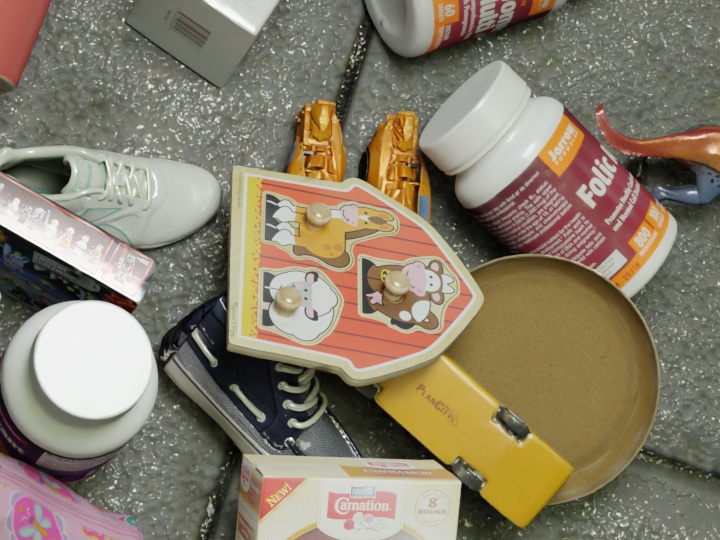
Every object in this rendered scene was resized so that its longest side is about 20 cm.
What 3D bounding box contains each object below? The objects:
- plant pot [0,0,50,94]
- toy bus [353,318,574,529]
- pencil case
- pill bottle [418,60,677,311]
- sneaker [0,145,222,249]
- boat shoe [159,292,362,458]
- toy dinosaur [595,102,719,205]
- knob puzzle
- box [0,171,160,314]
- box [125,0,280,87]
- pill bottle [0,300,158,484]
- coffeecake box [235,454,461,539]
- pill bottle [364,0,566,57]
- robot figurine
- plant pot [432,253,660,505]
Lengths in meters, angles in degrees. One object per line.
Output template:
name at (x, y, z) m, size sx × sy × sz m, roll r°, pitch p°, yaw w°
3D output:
plant pot at (-0.311, -0.234, 1.536) m, size 0.199 × 0.200 × 0.178 m, roll 12°, pitch 82°, yaw -14°
toy bus at (0.070, 0.109, 1.581) m, size 0.200 × 0.078 × 0.065 m, roll 41°, pitch 92°, yaw 1°
pencil case at (-0.247, 0.177, 1.459) m, size 0.200 × 0.087 × 0.088 m, roll 35°, pitch 66°, yaw -34°
pill bottle at (0.149, -0.066, 1.649) m, size 0.200 × 0.114 × 0.114 m, roll 43°, pitch 67°, yaw -14°
sneaker at (-0.200, -0.060, 1.575) m, size 0.199 × 0.080 × 0.071 m, roll 0°, pitch 74°, yaw -19°
boat shoe at (-0.056, 0.095, 1.554) m, size 0.200 × 0.093 × 0.075 m, roll 40°, pitch 41°, yaw -3°
toy dinosaur at (0.319, -0.085, 1.702) m, size 0.181 × 0.200 × 0.106 m, roll -18°, pitch 64°, yaw 24°
knob puzzle at (0.000, 0.000, 1.542) m, size 0.219 × 0.031 × 0.220 m, roll 11°, pitch 48°, yaw -12°
box at (-0.254, -0.021, 1.516) m, size 0.199 × 0.137 × 0.040 m, roll 30°, pitch 66°, yaw -7°
box at (-0.087, -0.267, 1.640) m, size 0.097 × 0.124 × 0.200 m, roll 34°, pitch 68°, yaw -6°
pill bottle at (-0.206, 0.085, 1.468) m, size 0.111 × 0.200 × 0.112 m, roll 5°, pitch 74°, yaw -16°
coffeecake box at (-0.016, 0.242, 1.518) m, size 0.153 × 0.073 × 0.201 m, roll 3°, pitch 97°, yaw -16°
pill bottle at (0.108, -0.254, 1.706) m, size 0.199 × 0.110 × 0.110 m, roll -19°, pitch 82°, yaw -21°
robot figurine at (-0.006, -0.031, 1.638) m, size 0.144 × 0.058 × 0.201 m, roll 5°, pitch 74°, yaw -15°
plant pot at (0.137, 0.085, 1.625) m, size 0.199 × 0.027 × 0.201 m, roll 1°, pitch 97°, yaw 8°
